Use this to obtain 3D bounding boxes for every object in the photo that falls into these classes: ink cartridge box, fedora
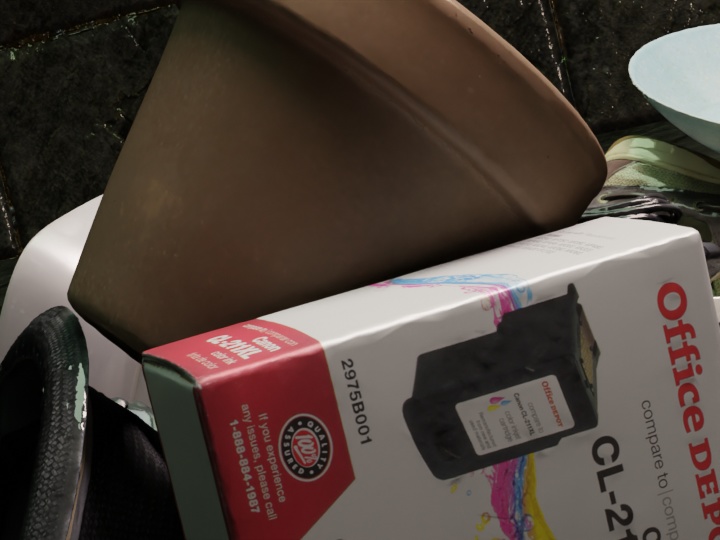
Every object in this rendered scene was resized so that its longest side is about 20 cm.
[{"bbox_3d":[0.038,0.075,0.793,0.199,0.147,0.083,-17,8,-18],"label":"ink cartridge box"},{"bbox_3d":[-0.117,0.112,0.921,0.091,0.202,0.200,15,-4,-19],"label":"fedora"}]

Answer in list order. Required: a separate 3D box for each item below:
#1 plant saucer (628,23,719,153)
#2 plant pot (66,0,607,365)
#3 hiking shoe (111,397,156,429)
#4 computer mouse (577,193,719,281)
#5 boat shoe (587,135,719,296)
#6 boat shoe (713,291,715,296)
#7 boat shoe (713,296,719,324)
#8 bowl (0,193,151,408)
[{"bbox_3d":[0.239,-0.085,1.131,0.199,0.039,0.201,-1,23,0],"label":"plant saucer"},{"bbox_3d":[-0.028,-0.027,0.886,0.175,0.200,0.200,-54,14,-7],"label":"plant pot"},{"bbox_3d":[-0.084,0.124,1.078,0.199,0.075,0.087,4,47,49],"label":"hiking shoe"},{"bbox_3d":[0.115,-0.006,1.068,0.139,0.046,0.200,-3,-16,16],"label":"computer mouse"},{"bbox_3d":[0.199,-0.010,1.112,0.200,0.072,0.066,21,57,33],"label":"boat shoe"},{"bbox_3d":[0.213,0.012,1.304,0.063,0.074,0.201,-7,10,3],"label":"boat shoe"},{"bbox_3d":[0.115,0.039,1.010,0.198,0.061,0.074,8,-10,1],"label":"boat shoe"},{"bbox_3d":[-0.127,0.054,1.234,0.074,0.201,0.199,21,24,21],"label":"bowl"}]
